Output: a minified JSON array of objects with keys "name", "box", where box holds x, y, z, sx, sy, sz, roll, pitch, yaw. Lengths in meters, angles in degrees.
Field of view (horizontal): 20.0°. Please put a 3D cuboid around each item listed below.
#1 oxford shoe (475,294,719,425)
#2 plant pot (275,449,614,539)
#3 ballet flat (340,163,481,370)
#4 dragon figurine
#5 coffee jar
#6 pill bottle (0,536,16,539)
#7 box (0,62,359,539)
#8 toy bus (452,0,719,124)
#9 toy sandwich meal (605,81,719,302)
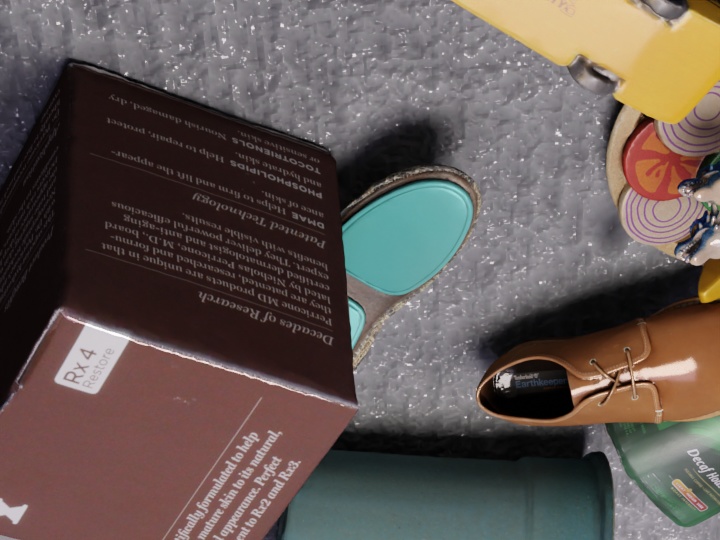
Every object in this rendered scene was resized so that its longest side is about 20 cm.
[{"name":"oxford shoe","box":[0.159,0.062,1.188,0.200,0.071,0.071,-15,90,31]},{"name":"plant pot","box":[0.042,0.199,1.278,0.196,0.200,0.200,8,132,-3]},{"name":"ballet flat","box":[0.000,0.000,1.159,0.068,0.075,0.200,30,120,-12]},{"name":"dragon figurine","box":[0.264,-0.038,1.064,0.200,0.099,0.059,-17,126,-2]},{"name":"coffee jar","box":[0.255,0.073,1.243,0.200,0.085,0.104,-31,129,21]},{"name":"pill bottle","box":[-0.191,0.226,1.320,0.116,0.116,0.200,-19,132,12]},{"name":"box","box":[-0.114,0.030,1.088,0.164,0.200,0.166,19,129,-22]},{"name":"toy bus","box":[0.099,-0.150,1.016,0.200,0.078,0.065,28,123,-21]},{"name":"toy sandwich meal","box":[0.238,-0.058,1.129,0.205,0.070,0.205,-3,133,-3]}]
